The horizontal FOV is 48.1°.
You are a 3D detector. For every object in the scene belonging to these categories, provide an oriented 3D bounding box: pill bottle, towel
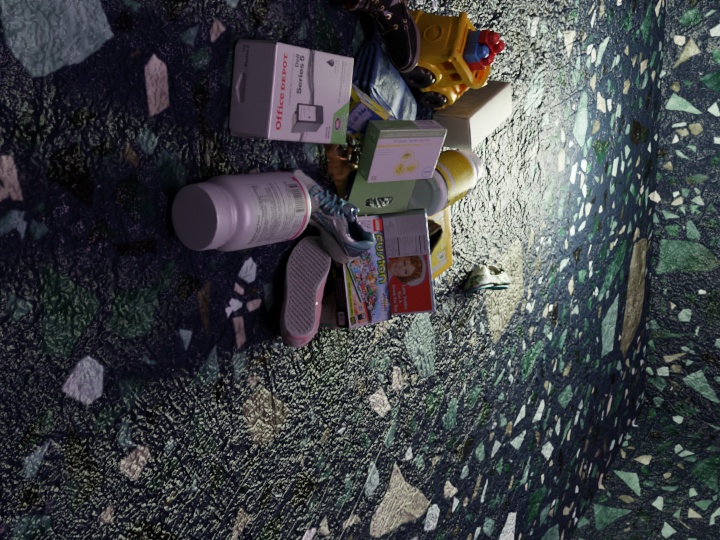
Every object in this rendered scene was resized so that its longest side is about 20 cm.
[{"bbox_3d":[-0.178,-0.089,1.215,0.200,0.113,0.114,-14,113,-53],"label":"pill bottle"},{"bbox_3d":[0.177,-0.194,1.709,0.200,0.111,0.111,-32,127,-47],"label":"pill bottle"},{"bbox_3d":[0.052,-0.331,1.519,0.200,0.048,0.112,44,53,-52],"label":"towel"}]

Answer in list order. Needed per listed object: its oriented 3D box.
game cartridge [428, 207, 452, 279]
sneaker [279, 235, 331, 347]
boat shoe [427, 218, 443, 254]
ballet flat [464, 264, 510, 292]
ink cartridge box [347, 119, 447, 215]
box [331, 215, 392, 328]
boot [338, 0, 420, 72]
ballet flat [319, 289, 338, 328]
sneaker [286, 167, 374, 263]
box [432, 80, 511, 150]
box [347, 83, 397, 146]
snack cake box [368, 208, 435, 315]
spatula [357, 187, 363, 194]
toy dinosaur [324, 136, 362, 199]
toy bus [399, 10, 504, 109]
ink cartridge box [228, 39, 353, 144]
[{"bbox_3d":[0.139,-0.048,1.775,0.200,0.032,0.176,-38,130,-45],"label":"game cartridge"},{"bbox_3d":[-0.101,0.043,1.424,0.105,0.075,0.200,106,-7,-62],"label":"sneaker"},{"bbox_3d":[0.096,-0.021,1.653,0.072,0.068,0.200,31,89,-42],"label":"boat shoe"},{"bbox_3d":[0.315,0.019,2.045,0.200,0.074,0.074,1,101,-58],"label":"ballet flat"},{"bbox_3d":[0.061,-0.175,1.458,0.145,0.048,0.200,-7,129,-31],"label":"ink cartridge box"},{"bbox_3d":[0.000,0.000,1.496,0.110,0.035,0.200,-9,94,-40],"label":"box"},{"bbox_3d":[0.030,-0.451,1.406,0.151,0.073,0.200,-5,87,-53],"label":"boot"},{"bbox_3d":[-0.015,0.041,1.550,0.200,0.062,0.067,-53,141,-32],"label":"ballet flat"},{"bbox_3d":[-0.049,-0.105,1.382,0.200,0.086,0.078,48,46,-22],"label":"sneaker"},{"bbox_3d":[0.249,-0.346,1.780,0.200,0.095,0.078,-43,134,-39],"label":"box"},{"bbox_3d":[0.027,-0.256,1.448,0.064,0.070,0.200,-42,140,17],"label":"box"},{"bbox_3d":[0.082,-0.016,1.589,0.067,0.115,0.200,-81,165,-76],"label":"snack cake box"},{"bbox_3d":[0.024,-0.219,1.535,0.057,0.021,0.200,63,35,-44],"label":"spatula"},{"bbox_3d":[-0.036,-0.180,1.466,0.106,0.060,0.200,-40,145,-23],"label":"toy dinosaur"},{"bbox_3d":[0.191,-0.411,1.573,0.200,0.192,0.136,38,61,-56],"label":"toy bus"},{"bbox_3d":[-0.106,-0.278,1.281,0.200,0.084,0.146,-10,109,-55],"label":"ink cartridge box"}]
